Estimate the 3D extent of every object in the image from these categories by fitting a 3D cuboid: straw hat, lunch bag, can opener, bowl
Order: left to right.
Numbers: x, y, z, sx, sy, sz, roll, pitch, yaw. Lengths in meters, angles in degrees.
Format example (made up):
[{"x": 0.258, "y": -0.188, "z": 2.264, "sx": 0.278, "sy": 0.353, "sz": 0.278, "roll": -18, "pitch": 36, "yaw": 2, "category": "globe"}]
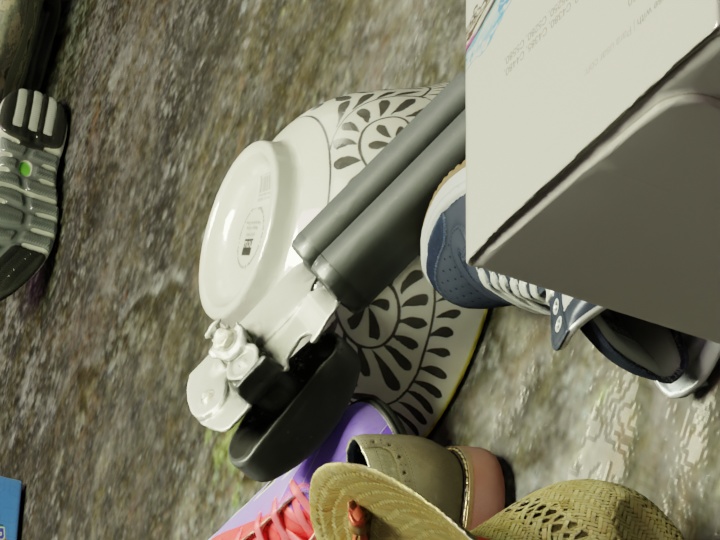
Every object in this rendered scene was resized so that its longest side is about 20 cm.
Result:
[{"x": -0.325, "y": -0.177, "z": 1.846, "sx": 0.200, "sy": 0.117, "sz": 0.165, "roll": 75, "pitch": -149, "yaw": -83, "category": "lunch bag"}, {"x": -0.018, "y": -0.007, "z": 1.059, "sx": 0.201, "sy": 0.094, "sz": 0.202, "roll": -45, "pitch": 37, "yaw": 49, "category": "bowl"}, {"x": 0.000, "y": 0.000, "z": 0.967, "sx": 0.200, "sy": 0.066, "sz": 0.053, "roll": -49, "pitch": 33, "yaw": 3, "category": "can opener"}, {"x": 0.074, "y": 0.119, "z": 0.763, "sx": 0.085, "sy": 0.202, "sz": 0.201, "roll": -34, "pitch": 12, "yaw": -20, "category": "straw hat"}]

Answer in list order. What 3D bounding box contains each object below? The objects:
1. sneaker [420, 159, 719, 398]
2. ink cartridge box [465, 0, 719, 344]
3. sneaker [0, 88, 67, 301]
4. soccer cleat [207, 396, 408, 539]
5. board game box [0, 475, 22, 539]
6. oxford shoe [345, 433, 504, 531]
[{"x": 0.081, "y": 0.004, "z": 0.853, "sx": 0.200, "sy": 0.070, "sz": 0.109, "roll": -34, "pitch": 43, "yaw": 53, "category": "sneaker"}, {"x": 0.129, "y": -0.099, "z": 0.709, "sx": 0.146, "sy": 0.146, "sz": 0.201, "roll": -43, "pitch": 37, "yaw": 50, "category": "ink cartridge box"}, {"x": -0.281, "y": -0.036, "z": 1.734, "sx": 0.116, "sy": 0.075, "sz": 0.201, "roll": 127, "pitch": 160, "yaw": -50, "category": "sneaker"}, {"x": -0.039, "y": 0.133, "z": 1.019, "sx": 0.200, "sy": 0.073, "sz": 0.068, "roll": -55, "pitch": 54, "yaw": 42, "category": "soccer cleat"}, {"x": -0.306, "y": 0.259, "z": 1.614, "sx": 0.200, "sy": 0.045, "sz": 0.153, "roll": -46, "pitch": 36, "yaw": 48, "category": "board game box"}, {"x": 0.003, "y": 0.166, "z": 0.919, "sx": 0.071, "sy": 0.073, "sz": 0.202, "roll": -17, "pitch": 60, "yaw": 64, "category": "oxford shoe"}]
